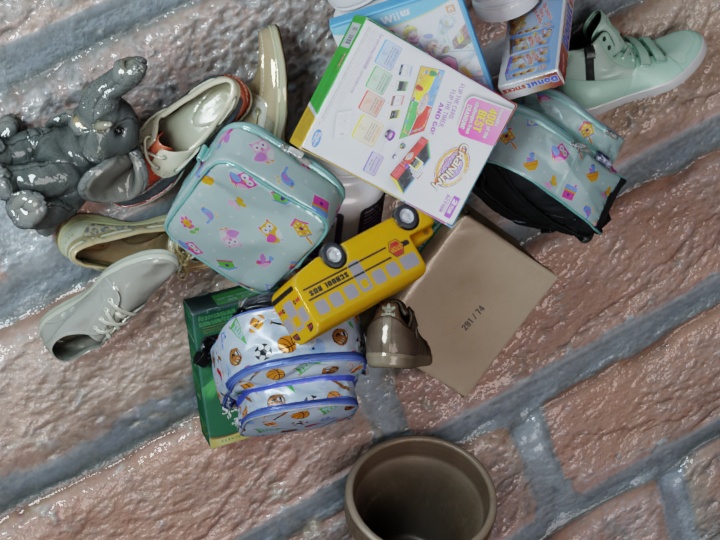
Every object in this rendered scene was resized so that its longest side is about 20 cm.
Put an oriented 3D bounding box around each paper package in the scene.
[{"bbox_3d":[0.110,0.027,1.863,0.190,0.103,0.200,31,101,-35],"label":"paper package"}]

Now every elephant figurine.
[{"bbox_3d":[-0.284,-0.126,1.560,0.199,0.155,0.142,-26,103,0],"label":"elephant figurine"}]

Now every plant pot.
[{"bbox_3d":[0.071,0.349,1.985,0.200,0.200,0.175,-12,137,-20],"label":"plant pot"}]

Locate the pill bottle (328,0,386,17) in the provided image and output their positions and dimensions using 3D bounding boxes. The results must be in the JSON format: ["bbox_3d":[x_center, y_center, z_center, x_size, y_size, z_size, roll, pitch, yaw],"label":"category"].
[{"bbox_3d":[0.038,-0.263,1.662,0.111,0.111,0.200,-39,126,-2],"label":"pill bottle"}]

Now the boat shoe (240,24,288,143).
[{"bbox_3d":[-0.113,-0.173,1.664,0.065,0.072,0.201,1,110,-3],"label":"boat shoe"}]

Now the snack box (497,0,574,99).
[{"bbox_3d":[0.200,-0.271,1.680,0.072,0.200,0.024,-13,131,25],"label":"snack box"}]

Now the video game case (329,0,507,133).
[{"bbox_3d":[0.066,-0.210,1.624,0.143,0.018,0.200,-15,130,11],"label":"video game case"}]

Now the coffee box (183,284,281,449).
[{"bbox_3d":[-0.143,0.114,1.822,0.123,0.044,0.201,-14,122,-19],"label":"coffee box"}]

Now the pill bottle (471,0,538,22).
[{"bbox_3d":[0.137,-0.379,1.645,0.112,0.112,0.200,-29,125,-9],"label":"pill bottle"}]

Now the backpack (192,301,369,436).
[{"bbox_3d":[-0.079,0.102,1.686,0.199,0.155,0.191,-13,158,-12],"label":"backpack"}]

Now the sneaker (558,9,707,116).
[{"bbox_3d":[0.331,-0.272,1.820,0.200,0.074,0.118,-25,131,-9],"label":"sneaker"}]

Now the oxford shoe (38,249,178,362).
[{"bbox_3d":[-0.278,0.042,1.667,0.200,0.058,0.075,-33,144,21],"label":"oxford shoe"}]

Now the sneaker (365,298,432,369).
[{"bbox_3d":[0.047,0.071,1.704,0.070,0.200,0.076,4,90,5],"label":"sneaker"}]

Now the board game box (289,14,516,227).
[{"bbox_3d":[0.047,-0.156,1.584,0.200,0.040,0.153,27,93,-24],"label":"board game box"}]

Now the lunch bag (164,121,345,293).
[{"bbox_3d":[-0.118,-0.070,1.609,0.160,0.077,0.200,34,142,-10],"label":"lunch bag"}]

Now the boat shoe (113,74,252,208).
[{"bbox_3d":[-0.203,-0.141,1.617,0.200,0.063,0.071,-37,86,8],"label":"boat shoe"}]

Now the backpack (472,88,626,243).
[{"bbox_3d":[0.201,-0.137,1.776,0.200,0.176,0.154,22,89,-34],"label":"backpack"}]

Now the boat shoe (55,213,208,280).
[{"bbox_3d":[-0.241,-0.021,1.688,0.199,0.063,0.074,0,116,-26],"label":"boat shoe"}]

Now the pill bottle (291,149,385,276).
[{"bbox_3d":[-0.028,-0.081,1.696,0.111,0.112,0.200,-13,141,-19],"label":"pill bottle"}]

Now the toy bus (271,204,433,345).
[{"bbox_3d":[0.000,0.000,1.614,0.200,0.065,0.078,-28,83,-33],"label":"toy bus"}]
